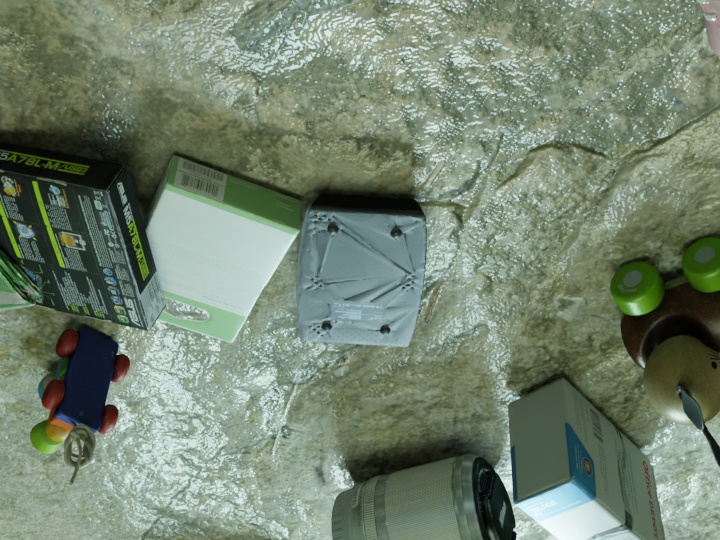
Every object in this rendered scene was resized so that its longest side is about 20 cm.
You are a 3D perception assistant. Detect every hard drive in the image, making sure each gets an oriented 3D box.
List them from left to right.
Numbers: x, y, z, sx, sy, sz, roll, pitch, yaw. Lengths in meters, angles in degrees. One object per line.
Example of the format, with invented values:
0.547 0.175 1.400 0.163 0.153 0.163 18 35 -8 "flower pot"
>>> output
0.000 0.000 1.423 0.134 0.043 0.201 3 136 -1 "hard drive"

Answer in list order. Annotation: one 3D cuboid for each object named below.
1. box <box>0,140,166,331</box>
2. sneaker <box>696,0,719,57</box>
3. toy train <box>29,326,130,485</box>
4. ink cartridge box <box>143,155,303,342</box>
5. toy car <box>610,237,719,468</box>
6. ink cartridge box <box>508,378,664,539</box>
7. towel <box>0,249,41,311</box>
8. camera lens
-0.306 -0.036 1.359 0.192 0.048 0.201 13 138 20 "box"
0.276 -0.267 1.121 0.104 0.076 0.201 -6 127 2 "sneaker"
-0.331 0.172 1.500 0.084 0.201 0.116 28 134 -25 "toy train"
-0.162 -0.017 1.410 0.145 0.048 0.200 19 137 -15 "ink cartridge box"
0.355 0.101 1.400 0.157 0.201 0.165 -20 132 21 "toy car"
0.264 0.246 1.578 0.083 0.146 0.200 -29 127 27 "ink cartridge box"
-0.438 -0.026 1.385 0.152 0.023 0.200 -10 131 38 "towel"
0.083 0.320 1.660 0.199 0.161 0.160 -16 133 18 "camera lens"
